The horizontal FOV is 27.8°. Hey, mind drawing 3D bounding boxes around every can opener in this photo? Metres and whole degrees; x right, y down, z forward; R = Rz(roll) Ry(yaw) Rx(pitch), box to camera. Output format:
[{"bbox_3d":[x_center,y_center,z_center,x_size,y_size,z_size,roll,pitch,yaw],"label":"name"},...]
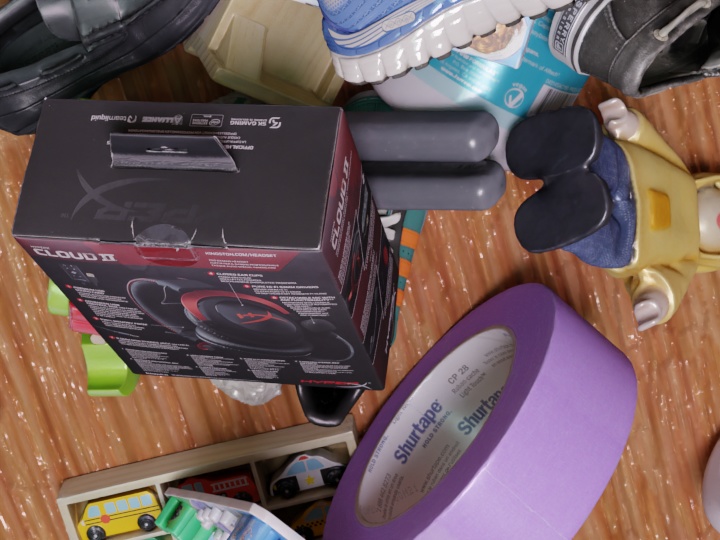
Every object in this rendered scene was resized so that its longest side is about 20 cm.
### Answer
[{"bbox_3d":[-0.026,-0.050,0.755,0.198,0.067,0.054,2,118,27],"label":"can opener"}]

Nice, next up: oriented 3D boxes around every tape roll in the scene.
[{"bbox_3d":[0.065,0.106,0.826,0.065,0.200,0.200,39,107,-13],"label":"tape roll"}]

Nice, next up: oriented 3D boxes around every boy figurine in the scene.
[{"bbox_3d":[0.157,-0.027,0.793,0.064,0.199,0.126,-17,71,39],"label":"boy figurine"}]

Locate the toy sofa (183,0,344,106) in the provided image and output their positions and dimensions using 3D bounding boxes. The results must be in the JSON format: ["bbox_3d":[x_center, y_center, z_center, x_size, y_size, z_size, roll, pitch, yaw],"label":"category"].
[{"bbox_3d":[-0.018,-0.191,0.789,0.082,0.098,0.201,18,111,-31],"label":"toy sofa"}]

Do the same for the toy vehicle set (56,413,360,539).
[{"bbox_3d":[-0.085,0.175,0.947,0.197,0.027,0.126,-14,110,6],"label":"toy vehicle set"}]

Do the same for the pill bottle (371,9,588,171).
[{"bbox_3d":[0.094,-0.163,0.773,0.110,0.111,0.201,27,108,-9],"label":"pill bottle"}]

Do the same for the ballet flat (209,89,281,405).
[{"bbox_3d":[-0.078,-0.005,0.859,0.071,0.072,0.203,0,111,1],"label":"ballet flat"}]

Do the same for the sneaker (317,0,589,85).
[{"bbox_3d":[0.065,-0.154,0.619,0.198,0.079,0.090,-22,107,13],"label":"sneaker"}]

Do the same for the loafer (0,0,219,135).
[{"bbox_3d":[-0.145,-0.140,0.783,0.199,0.069,0.070,-31,150,26],"label":"loafer"}]

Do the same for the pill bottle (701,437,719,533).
[{"bbox_3d":[0.312,0.166,0.893,0.199,0.113,0.113,39,107,-13],"label":"pill bottle"}]

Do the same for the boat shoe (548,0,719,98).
[{"bbox_3d":[0.182,-0.129,0.753,0.064,0.199,0.071,40,137,29],"label":"boat shoe"}]

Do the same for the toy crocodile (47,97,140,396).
[{"bbox_3d":[-0.147,-0.012,0.846,0.067,0.062,0.202,9,129,-3],"label":"toy crocodile"}]

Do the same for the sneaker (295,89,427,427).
[{"bbox_3d":[0.000,0.000,0.840,0.070,0.080,0.202,8,119,-3],"label":"sneaker"}]

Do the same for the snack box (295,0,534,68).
[{"bbox_3d":[-0.002,-0.181,0.681,0.197,0.037,0.118,17,109,3],"label":"snack box"}]

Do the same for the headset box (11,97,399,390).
[{"bbox_3d":[-0.069,-0.012,0.713,0.146,0.200,0.076,3,66,13],"label":"headset box"}]

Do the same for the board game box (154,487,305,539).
[{"bbox_3d":[-0.019,0.198,0.844,0.199,0.200,0.026,40,72,-13],"label":"board game box"}]
